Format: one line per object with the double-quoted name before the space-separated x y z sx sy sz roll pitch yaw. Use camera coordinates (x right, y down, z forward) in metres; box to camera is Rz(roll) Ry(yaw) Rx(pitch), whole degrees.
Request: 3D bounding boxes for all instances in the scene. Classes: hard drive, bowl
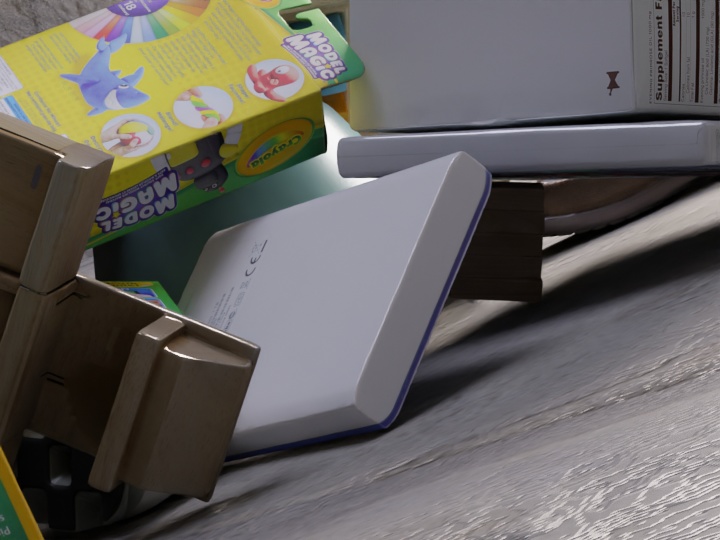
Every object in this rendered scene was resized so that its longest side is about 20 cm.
"hard drive" -0.030 0.024 1.351 0.199 0.025 0.133 -16 44 53
"bowl" -0.064 -0.022 1.579 0.200 0.105 0.201 -25 -16 -8

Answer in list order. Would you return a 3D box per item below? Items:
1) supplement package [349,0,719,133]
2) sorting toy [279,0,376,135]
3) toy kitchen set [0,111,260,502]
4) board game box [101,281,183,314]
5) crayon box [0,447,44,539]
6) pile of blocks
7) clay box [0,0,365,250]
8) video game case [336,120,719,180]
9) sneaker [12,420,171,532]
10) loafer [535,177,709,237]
"supplement package" 0.127 -0.142 1.462 0.199 0.148 0.190 0 -1 -45
"sorting toy" -0.077 -0.087 1.622 0.184 0.037 0.200 -13 -24 -8
"toy kitchen set" -0.147 0.060 1.173 0.162 0.201 0.180 21 13 7
"board game box" -0.182 0.028 1.349 0.198 0.029 0.135 0 10 -11
"crayon box" -0.192 0.087 1.087 0.125 0.201 0.052 -23 -28 -13
"pile of blocks" 0.000 0.000 1.477 0.199 0.083 0.062 -23 17 4
"clay box" -0.106 -0.079 1.456 0.199 0.048 0.115 -22 48 -18
"video game case" 0.119 -0.056 1.437 0.199 0.023 0.182 -1 0 33
"sneaker" -0.152 0.080 1.354 0.199 0.075 0.088 9 9 37
"loafer" 0.161 -0.075 1.695 0.199 0.071 0.073 -24 5 -15
